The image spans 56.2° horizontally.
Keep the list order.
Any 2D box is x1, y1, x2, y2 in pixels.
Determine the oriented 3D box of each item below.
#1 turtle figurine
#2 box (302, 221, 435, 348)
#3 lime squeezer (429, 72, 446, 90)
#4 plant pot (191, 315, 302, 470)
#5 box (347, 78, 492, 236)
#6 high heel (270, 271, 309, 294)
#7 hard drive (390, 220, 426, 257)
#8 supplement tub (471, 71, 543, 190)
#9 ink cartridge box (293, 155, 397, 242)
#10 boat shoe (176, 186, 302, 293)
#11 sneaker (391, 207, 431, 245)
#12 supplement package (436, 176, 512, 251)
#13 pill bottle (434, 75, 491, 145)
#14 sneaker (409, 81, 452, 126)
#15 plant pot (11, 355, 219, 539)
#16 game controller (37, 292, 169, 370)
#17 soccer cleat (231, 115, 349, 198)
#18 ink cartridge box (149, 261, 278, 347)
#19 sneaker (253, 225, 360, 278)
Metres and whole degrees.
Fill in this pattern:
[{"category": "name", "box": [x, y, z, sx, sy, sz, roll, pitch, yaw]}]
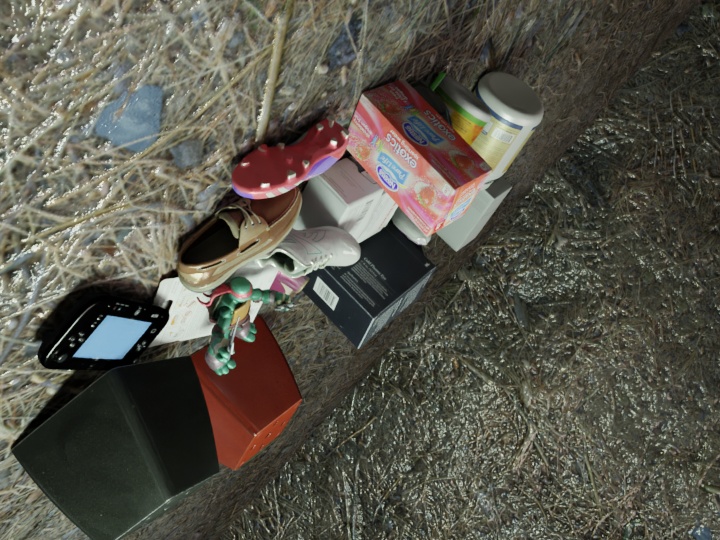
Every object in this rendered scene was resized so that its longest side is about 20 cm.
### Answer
[{"category": "turtle figurine", "box": [-0.167, 0.064, 0.941, 0.149, 0.101, 0.201, -35, 168, -33]}, {"category": "box", "box": [0.000, 0.000, 1.217, 0.181, 0.200, 0.105, -35, 162, -35]}, {"category": "lime squeezer", "box": [0.089, -0.220, 1.097, 0.038, 0.069, 0.205, -141, -122, -80]}, {"category": "plant pot", "box": [-0.228, 0.245, 1.265, 0.199, 0.176, 0.201, -30, 160, -48]}, {"category": "box", "box": [0.078, -0.165, 0.975, 0.094, 0.201, 0.103, -28, 160, -37]}, {"category": "high heel", "box": [-0.149, 0.004, 1.141, 0.068, 0.096, 0.200, -51, -171, -11]}, {"category": "hard drive", "box": [0.076, -0.049, 1.358, 0.032, 0.203, 0.140, -1, 146, -21]}, {"category": "supplement tub", "box": [0.258, -0.275, 1.351, 0.144, 0.144, 0.201, -33, 161, -43]}, {"category": "ink cartridge box", "box": [-0.016, -0.109, 1.103, 0.199, 0.086, 0.147, -33, 162, -48]}, {"category": "boat shoe", "box": [-0.153, -0.052, 0.869, 0.200, 0.076, 0.072, -45, 165, -16]}, {"category": "sneaker", "box": [0.104, -0.135, 1.258, 0.074, 0.203, 0.100, 21, 129, -26]}, {"category": "supplement package", "box": [0.290, -0.173, 1.801, 0.116, 0.117, 0.201, -33, 160, -47]}, {"category": "pill bottle", "box": [0.124, -0.220, 1.163, 0.201, 0.111, 0.111, -53, 165, 25]}, {"category": "sneaker", "box": [0.125, -0.199, 1.045, 0.074, 0.203, 0.079, -27, -170, 0]}, {"category": "plant pot", "box": [-0.315, 0.256, 0.946, 0.199, 0.179, 0.199, -37, 169, 12]}, {"category": "game controller", "box": [-0.305, 0.078, 0.823, 0.104, 0.042, 0.200, -41, 167, 2]}, {"category": "soccer cleat", "box": [-0.088, -0.132, 0.864, 0.199, 0.067, 0.077, -40, 168, -39]}, {"category": "ink cartridge box", "box": [-0.226, 0.035, 0.992, 0.197, 0.051, 0.162, -8, 144, -40]}, {"category": "sneaker", "box": [-0.082, -0.023, 0.974, 0.197, 0.081, 0.071, 9, 137, -35]}]
